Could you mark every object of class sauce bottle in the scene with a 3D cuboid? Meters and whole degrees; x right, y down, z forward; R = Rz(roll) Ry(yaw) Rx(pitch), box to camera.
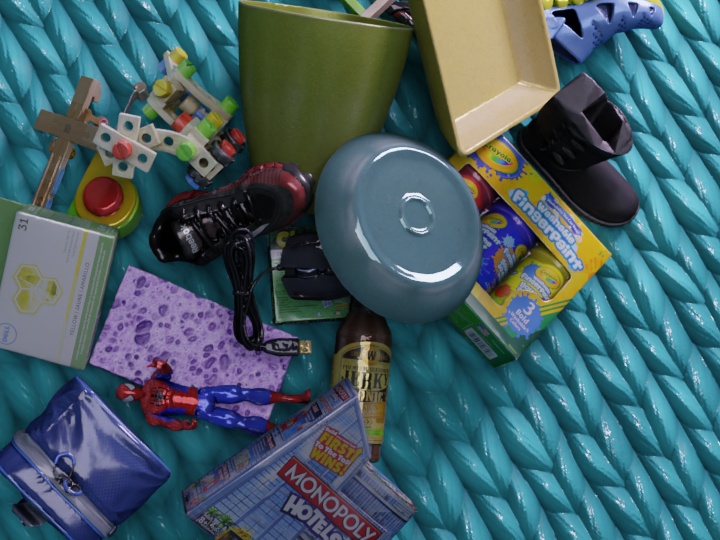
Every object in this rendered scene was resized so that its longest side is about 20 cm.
[{"bbox_3d":[0.000,0.098,1.489,0.064,0.065,0.203,5,87,-8],"label":"sauce bottle"}]

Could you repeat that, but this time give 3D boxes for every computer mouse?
[{"bbox_3d":[-0.038,0.023,1.431,0.197,0.046,0.142,-6,112,-16],"label":"computer mouse"}]

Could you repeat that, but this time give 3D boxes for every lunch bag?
[{"bbox_3d":[-0.275,0.194,1.374,0.136,0.200,0.132,45,80,-4],"label":"lunch bag"}]

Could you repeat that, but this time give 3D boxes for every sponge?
[{"bbox_3d":[-0.173,0.085,1.493,0.198,0.030,0.113,23,79,-4],"label":"sponge"}]

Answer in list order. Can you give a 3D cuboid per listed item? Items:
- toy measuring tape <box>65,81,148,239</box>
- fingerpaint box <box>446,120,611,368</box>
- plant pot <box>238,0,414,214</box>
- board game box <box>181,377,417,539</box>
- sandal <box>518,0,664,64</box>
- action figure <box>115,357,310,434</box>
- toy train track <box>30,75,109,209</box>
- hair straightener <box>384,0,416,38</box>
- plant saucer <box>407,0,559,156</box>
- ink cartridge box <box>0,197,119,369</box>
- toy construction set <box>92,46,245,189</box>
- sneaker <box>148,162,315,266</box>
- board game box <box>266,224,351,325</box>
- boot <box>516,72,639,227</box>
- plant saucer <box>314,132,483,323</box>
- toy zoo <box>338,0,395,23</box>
[{"bbox_3d":[-0.248,-0.101,1.496,0.073,0.074,0.202,25,72,-4],"label":"toy measuring tape"},{"bbox_3d":[0.141,-0.028,1.522,0.167,0.073,0.200,-44,93,-20],"label":"fingerpaint box"},{"bbox_3d":[-0.049,-0.167,1.485,0.184,0.187,0.203,7,102,-7],"label":"plant pot"},{"bbox_3d":[-0.040,0.220,1.422,0.200,0.062,0.200,42,93,-18],"label":"board game box"},{"bbox_3d":[0.243,-0.272,1.597,0.197,0.080,0.088,-3,84,-1],"label":"sandal"},{"bbox_3d":[-0.149,0.132,1.429,0.197,0.099,0.066,7,80,-4],"label":"action figure"},{"bbox_3d":[-0.312,-0.104,1.494,0.032,0.114,0.202,24,87,-49],"label":"toy train track"},{"bbox_3d":[0.097,-0.272,1.595,0.200,0.041,0.077,41,77,4],"label":"hair straightener"},{"bbox_3d":[0.122,-0.246,1.491,0.199,0.048,0.203,-32,115,-42],"label":"plant saucer"},{"bbox_3d":[-0.356,0.003,1.441,0.197,0.048,0.147,15,103,-5],"label":"ink cartridge box"},{"bbox_3d":[-0.186,-0.149,1.454,0.131,0.200,0.092,45,120,-8],"label":"toy construction set"},{"bbox_3d":[-0.136,-0.052,1.440,0.072,0.198,0.098,64,34,-16],"label":"sneaker"},{"bbox_3d":[0.000,0.000,1.537,0.197,0.023,0.106,-3,83,-10],"label":"board game box"},{"bbox_3d":[0.253,-0.121,1.504,0.164,0.200,0.066,36,77,-1],"label":"boot"},{"bbox_3d":[0.049,-0.049,1.416,0.198,0.036,0.203,11,67,-28],"label":"plant saucer"},{"bbox_3d":[-0.015,-0.384,1.585,0.131,0.020,0.200,-42,79,-7],"label":"toy zoo"}]
